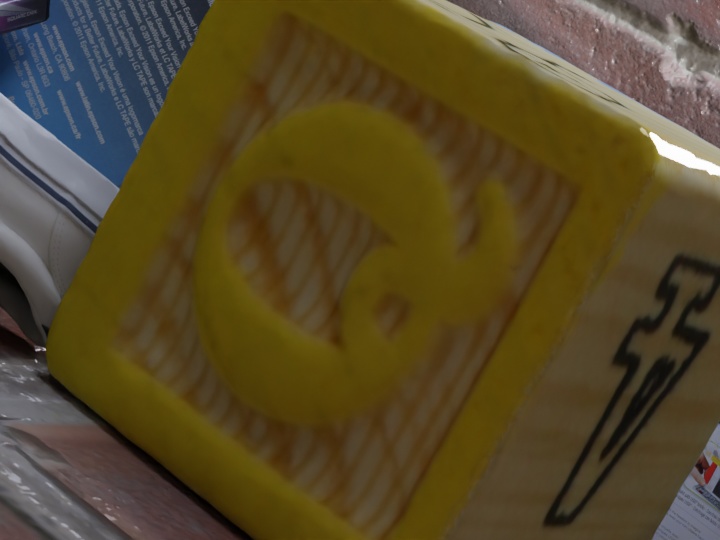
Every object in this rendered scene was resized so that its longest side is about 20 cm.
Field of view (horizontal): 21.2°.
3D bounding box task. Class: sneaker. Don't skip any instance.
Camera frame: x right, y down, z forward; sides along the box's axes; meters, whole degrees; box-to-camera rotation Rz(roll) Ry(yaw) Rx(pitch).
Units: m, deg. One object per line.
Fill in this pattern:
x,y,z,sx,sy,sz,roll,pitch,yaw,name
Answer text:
-0.174,-0.046,0.727,0.199,0.071,0.073,36,-24,-15,sneaker

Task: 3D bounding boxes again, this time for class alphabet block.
0.034,0.007,0.750,0.195,0.198,0.199,32,10,30,alphabet block

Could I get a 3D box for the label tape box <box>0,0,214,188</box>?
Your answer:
-0.075,-0.105,0.896,0.063,0.198,0.145,78,-12,-63,label tape box

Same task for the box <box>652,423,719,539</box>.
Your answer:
0.172,0.110,0.864,0.035,0.111,0.200,17,15,-49,box

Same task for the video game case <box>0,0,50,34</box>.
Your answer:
-0.254,-0.116,0.821,0.142,0.019,0.199,29,35,30,video game case
